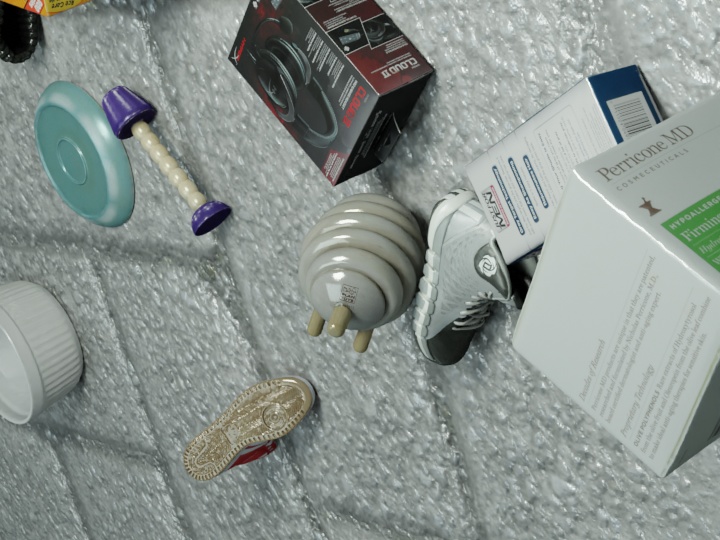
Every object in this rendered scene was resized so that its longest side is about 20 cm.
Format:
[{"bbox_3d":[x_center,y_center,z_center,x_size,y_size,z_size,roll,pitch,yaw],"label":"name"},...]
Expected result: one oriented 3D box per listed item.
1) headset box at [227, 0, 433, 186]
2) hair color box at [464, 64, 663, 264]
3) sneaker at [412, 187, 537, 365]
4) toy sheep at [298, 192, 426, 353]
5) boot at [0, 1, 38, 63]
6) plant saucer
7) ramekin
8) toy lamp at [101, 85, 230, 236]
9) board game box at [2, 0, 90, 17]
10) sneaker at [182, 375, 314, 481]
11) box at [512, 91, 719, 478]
[{"bbox_3d":[-0.026,-0.193,1.668,0.200,0.077,0.149,52,145,16],"label":"headset box"},{"bbox_3d":[0.179,-0.088,1.477,0.200,0.060,0.100,-35,75,56],"label":"hair color box"},{"bbox_3d":[0.115,0.029,1.648,0.115,0.075,0.200,31,135,34],"label":"sneaker"},{"bbox_3d":[0.000,0.000,1.688,0.137,0.200,0.138,6,131,7],"label":"toy sheep"},{"bbox_3d":[-0.483,-0.360,2.141,0.158,0.079,0.211,17,138,55],"label":"boot"},{"bbox_3d":[-0.358,-0.143,2.188,0.200,0.027,0.201,33,138,35],"label":"plant saucer"},{"bbox_3d":[-0.486,0.109,2.472,0.200,0.105,0.201,33,138,35],"label":"ramekin"},{"bbox_3d":[-0.231,-0.130,2.002,0.200,0.058,0.058,53,146,12],"label":"toy lamp"},{"bbox_3d":[-0.315,-0.405,1.780,0.200,0.200,0.200,24,132,43],"label":"board game box"},{"bbox_3d":[-0.116,0.180,2.083,0.200,0.112,0.071,-35,82,26],"label":"sneaker"},{"bbox_3d":[0.258,0.006,1.326,0.171,0.199,0.200,42,140,28],"label":"box"}]
